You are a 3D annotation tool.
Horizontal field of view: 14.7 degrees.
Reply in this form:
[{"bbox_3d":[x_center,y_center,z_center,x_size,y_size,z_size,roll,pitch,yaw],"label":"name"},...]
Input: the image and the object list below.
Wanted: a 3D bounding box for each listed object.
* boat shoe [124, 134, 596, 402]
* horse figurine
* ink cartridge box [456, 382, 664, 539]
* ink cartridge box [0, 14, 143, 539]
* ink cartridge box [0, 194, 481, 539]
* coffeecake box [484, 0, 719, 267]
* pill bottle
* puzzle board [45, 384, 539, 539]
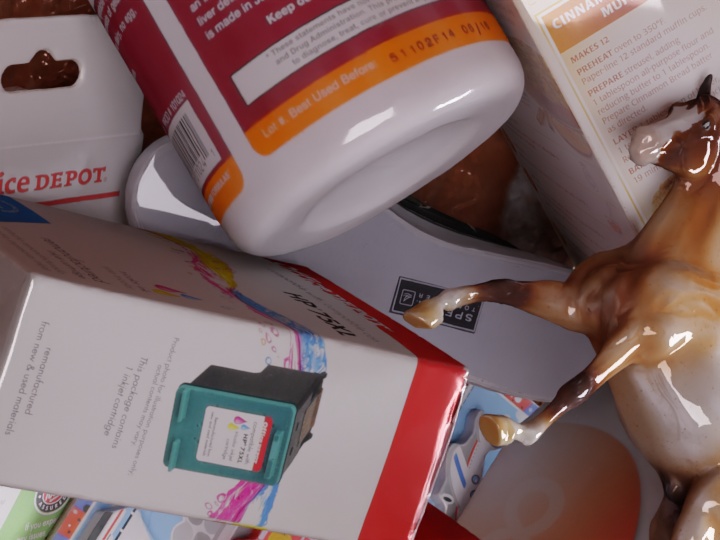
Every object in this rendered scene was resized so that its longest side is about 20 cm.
[{"bbox_3d":[0.000,0.000,1.011,0.199,0.057,0.069,21,93,-24],"label":"boat shoe"},{"bbox_3d":[0.096,0.055,0.892,0.132,0.050,0.201,-28,100,-33],"label":"horse figurine"},{"bbox_3d":[0.127,0.065,1.000,0.050,0.162,0.201,34,82,-35],"label":"ink cartridge box"},{"bbox_3d":[-0.142,0.003,0.962,0.117,0.067,0.201,-10,114,-53],"label":"ink cartridge box"},{"bbox_3d":[-0.050,0.033,0.894,0.199,0.116,0.068,13,100,-33],"label":"ink cartridge box"},{"bbox_3d":[0.089,-0.070,0.979,0.073,0.154,0.200,-32,111,-4],"label":"coffeecake box"},{"bbox_3d":[-0.040,-0.115,0.921,0.113,0.113,0.201,-30,80,-4],"label":"pill bottle"},{"bbox_3d":[-0.027,0.094,1.029,0.151,0.017,0.200,39,69,-21],"label":"puzzle board"}]
